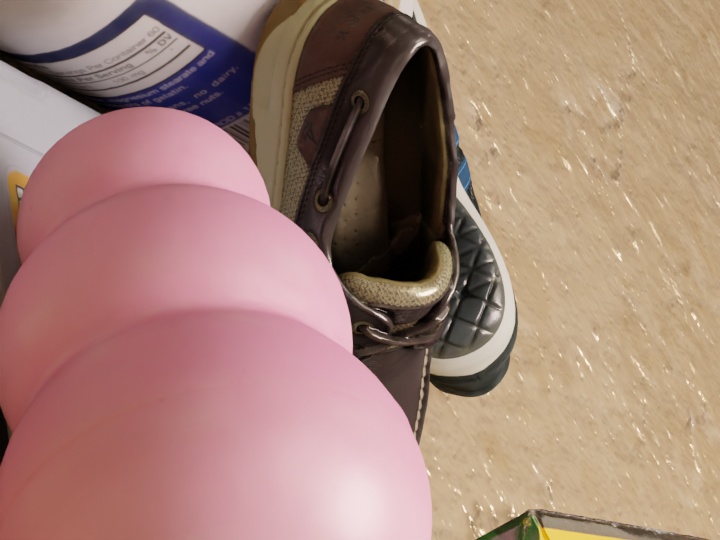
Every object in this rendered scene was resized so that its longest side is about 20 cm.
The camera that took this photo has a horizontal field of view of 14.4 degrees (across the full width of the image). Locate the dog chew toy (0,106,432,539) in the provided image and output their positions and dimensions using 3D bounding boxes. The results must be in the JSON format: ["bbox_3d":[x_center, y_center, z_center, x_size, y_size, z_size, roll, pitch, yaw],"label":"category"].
[{"bbox_3d":[-0.052,0.033,0.835,0.124,0.124,0.200,35,30,-44],"label":"dog chew toy"}]

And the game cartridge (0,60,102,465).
[{"bbox_3d":[-0.087,0.029,0.939,0.133,0.041,0.200,23,46,-47],"label":"game cartridge"}]

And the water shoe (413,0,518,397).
[{"bbox_3d":[0.008,-0.040,1.164,0.079,0.071,0.200,72,0,-68],"label":"water shoe"}]

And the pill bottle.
[{"bbox_3d":[-0.082,-0.120,0.991,0.200,0.120,0.120,29,42,-49],"label":"pill bottle"}]

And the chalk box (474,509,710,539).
[{"bbox_3d":[0.060,0.166,0.909,0.124,0.200,0.124,11,67,-20],"label":"chalk box"}]

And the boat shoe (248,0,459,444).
[{"bbox_3d":[0.000,0.000,0.997,0.073,0.065,0.200,-23,122,-31],"label":"boat shoe"}]
